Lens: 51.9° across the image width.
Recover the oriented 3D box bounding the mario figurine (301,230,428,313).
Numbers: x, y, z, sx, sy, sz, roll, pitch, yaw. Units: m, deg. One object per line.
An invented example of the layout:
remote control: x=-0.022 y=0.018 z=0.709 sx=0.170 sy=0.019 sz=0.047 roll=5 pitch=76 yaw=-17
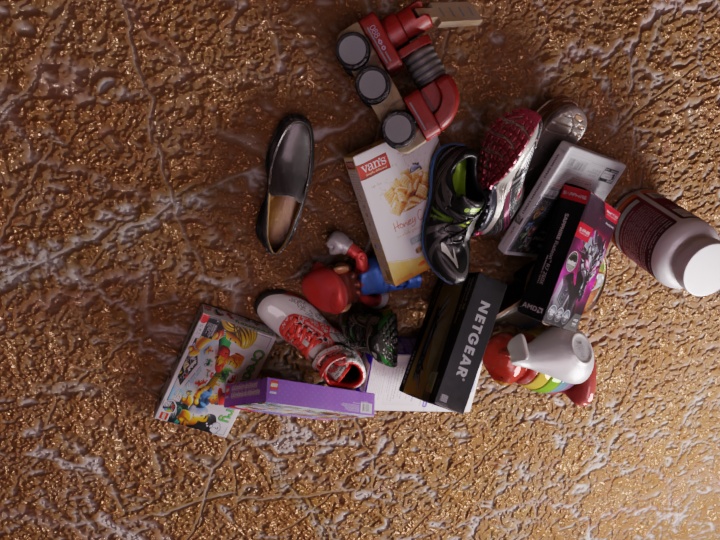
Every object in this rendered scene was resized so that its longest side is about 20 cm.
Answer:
mario figurine: x=0.000 y=0.000 z=1.147 sx=0.197 sy=0.106 sz=0.125 roll=-13 pitch=83 yaw=-20

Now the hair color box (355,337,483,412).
hair color box: x=0.098 y=0.175 z=1.249 sx=0.197 sy=0.065 sz=0.111 roll=5 pitch=113 yaw=-15

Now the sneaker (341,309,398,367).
sneaker: x=0.014 y=0.103 z=1.121 sx=0.084 sy=0.200 sz=0.080 roll=-2 pitch=90 yaw=-2

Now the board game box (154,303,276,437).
board game box: x=-0.231 y=0.162 z=1.172 sx=0.125 sy=0.035 sz=0.202 roll=20 pitch=108 yaw=-23

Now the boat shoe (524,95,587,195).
boat shoe: x=0.254 y=-0.180 z=1.115 sx=0.075 sy=0.072 sz=0.200 roll=29 pitch=124 yaw=-28

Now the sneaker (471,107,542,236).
sneaker: x=0.208 y=-0.140 z=1.059 sx=0.074 sy=0.081 sz=0.202 roll=-3 pitch=135 yaw=-27

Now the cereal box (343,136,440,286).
cereal box: x=0.071 y=-0.099 z=1.084 sx=0.143 sy=0.039 sz=0.203 roll=-27 pitch=110 yaw=-21

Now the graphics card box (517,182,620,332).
graphics card box: x=0.314 y=-0.015 z=1.109 sx=0.125 sy=0.050 sz=0.203 roll=17 pitch=95 yaw=-50

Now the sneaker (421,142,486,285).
sneaker: x=0.134 y=-0.079 z=1.051 sx=0.070 sy=0.082 sz=0.203 roll=-2 pitch=99 yaw=-27

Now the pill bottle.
pill bottle: x=0.486 y=-0.043 z=1.167 sx=0.111 sy=0.201 sz=0.115 roll=-6 pitch=117 yaw=-11

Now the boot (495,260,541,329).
boot: x=0.249 y=0.077 z=1.233 sx=0.199 sy=0.075 sz=0.098 roll=-34 pitch=119 yaw=-3

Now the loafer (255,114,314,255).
loafer: x=-0.102 y=-0.117 z=1.051 sx=0.072 sy=0.072 sz=0.203 roll=5 pitch=113 yaw=-15

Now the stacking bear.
stacking bear: x=0.288 y=0.153 z=1.240 sx=0.198 sy=0.121 sz=0.116 roll=11 pitch=91 yaw=-32

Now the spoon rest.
spoon rest: x=0.300 y=0.129 z=1.170 sx=0.198 sy=0.101 sz=0.060 roll=8 pitch=155 yaw=-38

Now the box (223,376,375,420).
box: x=-0.095 y=0.202 z=1.154 sx=0.198 sy=0.136 sz=0.040 roll=15 pitch=69 yaw=-35

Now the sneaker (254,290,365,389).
sneaker: x=-0.072 y=0.110 z=1.147 sx=0.200 sy=0.108 sz=0.067 roll=36 pitch=102 yaw=-26

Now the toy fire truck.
toy fire truck: x=0.088 y=-0.277 z=0.988 sx=0.198 sy=0.129 sz=0.178 roll=-31 pitch=93 yaw=8

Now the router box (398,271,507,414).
router box: x=0.137 y=0.106 z=1.130 sx=0.052 sy=0.157 sz=0.203 roll=23 pitch=81 yaw=-14

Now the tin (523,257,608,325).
tin: x=0.335 y=0.022 z=1.207 sx=0.198 sy=0.042 sz=0.114 roll=-9 pitch=116 yaw=-41

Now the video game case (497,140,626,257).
video game case: x=0.312 y=-0.100 z=1.138 sx=0.198 sy=0.023 sz=0.183 roll=2 pitch=123 yaw=-49
